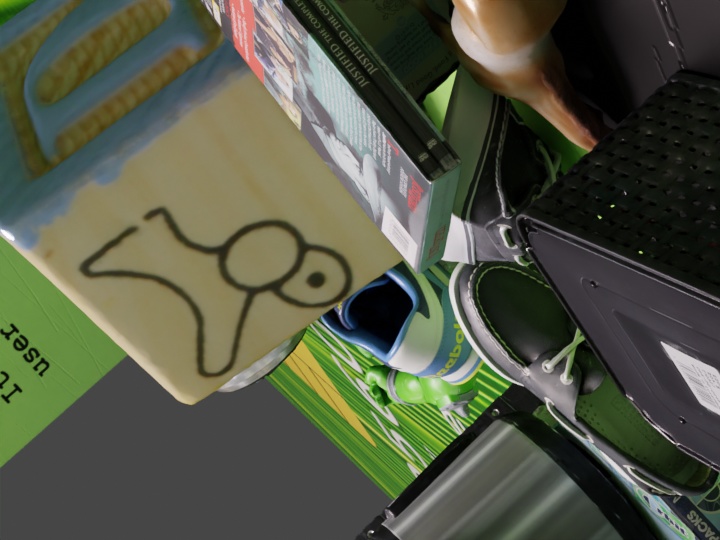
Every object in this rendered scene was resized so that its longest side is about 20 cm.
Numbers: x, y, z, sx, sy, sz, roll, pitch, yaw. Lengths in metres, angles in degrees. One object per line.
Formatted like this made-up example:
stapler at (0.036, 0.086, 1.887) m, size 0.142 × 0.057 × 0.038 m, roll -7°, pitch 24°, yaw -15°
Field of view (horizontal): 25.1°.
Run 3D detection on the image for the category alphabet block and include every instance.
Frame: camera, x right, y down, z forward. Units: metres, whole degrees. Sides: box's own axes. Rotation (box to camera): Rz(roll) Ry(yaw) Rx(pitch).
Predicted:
alphabet block at (-0.112, -0.073, 1.028) m, size 0.200 × 0.195 × 0.197 m, roll 51°, pitch -170°, yaw -43°

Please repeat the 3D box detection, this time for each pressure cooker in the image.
pressure cooker at (0.093, 0.219, 1.125) m, size 0.176 × 0.200 × 0.179 m, roll 51°, pitch 172°, yaw -15°

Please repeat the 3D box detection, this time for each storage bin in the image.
storage bin at (0.164, 0.017, 0.607) m, size 0.135 × 0.094 × 0.200 m, roll 53°, pitch 169°, yaw -27°

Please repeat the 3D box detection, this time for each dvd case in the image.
dvd case at (-0.023, -0.098, 0.790) m, size 0.200 × 0.022 × 0.146 m, roll 53°, pitch 170°, yaw 13°

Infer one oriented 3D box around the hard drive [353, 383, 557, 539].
hard drive at (0.086, 0.192, 1.317) m, size 0.038 × 0.200 × 0.140 m, roll 39°, pitch 166°, yaw 32°

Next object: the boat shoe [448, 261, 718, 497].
boat shoe at (0.138, 0.059, 0.966) m, size 0.200 × 0.076 × 0.060 m, roll 38°, pitch 173°, yaw -12°

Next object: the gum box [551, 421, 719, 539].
gum box at (0.205, 0.157, 1.113) m, size 0.170 × 0.045 × 0.200 m, roll 48°, pitch 171°, yaw 8°

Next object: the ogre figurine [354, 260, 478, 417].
ogre figurine at (0.038, 0.026, 1.166) m, size 0.120 × 0.098 × 0.201 m, roll 30°, pitch 115°, yaw 47°

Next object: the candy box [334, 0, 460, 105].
candy box at (-0.039, -0.179, 0.841) m, size 0.200 × 0.061 × 0.136 m, roll 52°, pitch 169°, yaw -22°

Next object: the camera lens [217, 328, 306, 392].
camera lens at (-0.172, 0.035, 1.970) m, size 0.200 × 0.160 × 0.160 m, roll 52°, pitch 170°, yaw -20°

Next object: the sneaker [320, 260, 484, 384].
sneaker at (0.000, 0.000, 1.080) m, size 0.082 × 0.074 × 0.200 m, roll 2°, pitch -150°, yaw -48°

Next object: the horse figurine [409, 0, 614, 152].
horse figurine at (0.052, -0.124, 0.688) m, size 0.133 × 0.050 × 0.200 m, roll 51°, pitch 174°, yaw 21°

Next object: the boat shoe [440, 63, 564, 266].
boat shoe at (0.075, -0.047, 0.842) m, size 0.067 × 0.072 × 0.200 m, roll 10°, pitch 161°, yaw 7°
